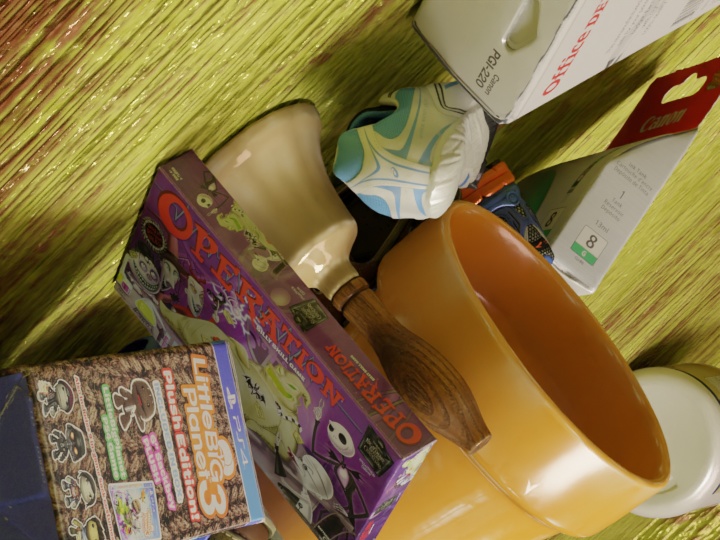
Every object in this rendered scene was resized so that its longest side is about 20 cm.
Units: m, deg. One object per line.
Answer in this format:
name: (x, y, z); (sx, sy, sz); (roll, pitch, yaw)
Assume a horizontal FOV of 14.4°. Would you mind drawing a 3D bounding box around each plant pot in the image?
plant pot: (0.044, 0.093, 1.619); (0.183, 0.200, 0.200); (-39, 166, 17)

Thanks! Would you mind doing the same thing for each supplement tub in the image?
supplement tub: (0.312, 0.164, 2.776); (0.144, 0.144, 0.200); (-46, 164, 16)

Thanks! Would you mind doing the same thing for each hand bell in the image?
hand bell: (-0.002, 0.019, 1.506); (0.104, 0.200, 0.104); (-37, 164, -12)

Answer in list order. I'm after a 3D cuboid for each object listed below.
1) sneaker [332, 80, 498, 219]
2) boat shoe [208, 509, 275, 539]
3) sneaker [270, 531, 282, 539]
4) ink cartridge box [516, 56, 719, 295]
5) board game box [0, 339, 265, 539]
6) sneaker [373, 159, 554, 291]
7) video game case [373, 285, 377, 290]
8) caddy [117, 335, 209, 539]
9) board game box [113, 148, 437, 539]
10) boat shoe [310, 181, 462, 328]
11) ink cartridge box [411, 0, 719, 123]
sneaker: (0.035, -0.075, 1.552); (0.200, 0.072, 0.072); (-41, 150, -73)
boat shoe: (-0.107, 0.176, 1.702); (0.068, 0.072, 0.200); (-63, -177, -24)
sneaker: (-0.051, 0.200, 2.169); (0.079, 0.075, 0.200); (-52, 173, -12)
ink cartridge box: (0.157, -0.070, 1.861); (0.200, 0.050, 0.161); (-57, -167, -14)
board game box: (-0.168, 0.102, 1.404); (0.159, 0.097, 0.200); (-13, 177, 24)
sneaker: (0.058, 0.020, 1.795); (0.075, 0.078, 0.200); (-28, 160, -37)
video game case: (0.000, 0.000, 1.793); (0.182, 0.024, 0.200); (-39, 165, -9)
caddy: (-0.156, 0.126, 1.588); (0.200, 0.105, 0.141); (-47, -162, 18)
board game box: (-0.048, 0.046, 1.469); (0.032, 0.200, 0.120); (-28, 160, -36)
boat shoe: (-0.023, -0.006, 1.652); (0.200, 0.072, 0.068); (-48, 163, -12)
ink cartridge box: (0.140, -0.181, 1.519); (0.200, 0.085, 0.146); (-32, 162, -36)
